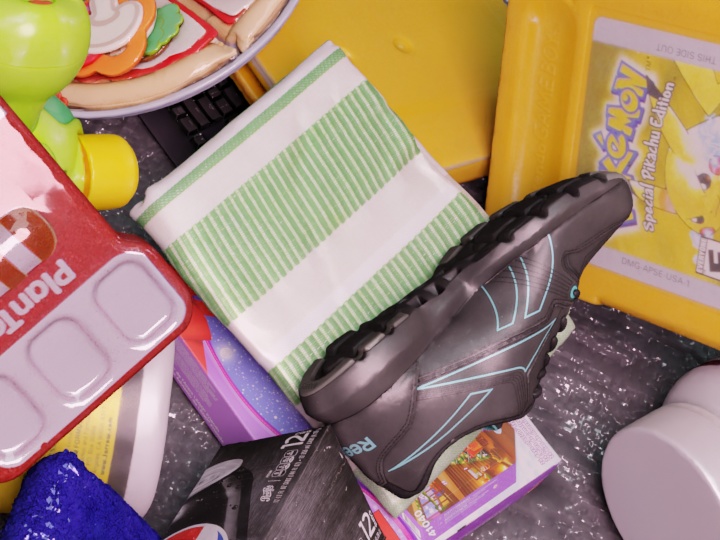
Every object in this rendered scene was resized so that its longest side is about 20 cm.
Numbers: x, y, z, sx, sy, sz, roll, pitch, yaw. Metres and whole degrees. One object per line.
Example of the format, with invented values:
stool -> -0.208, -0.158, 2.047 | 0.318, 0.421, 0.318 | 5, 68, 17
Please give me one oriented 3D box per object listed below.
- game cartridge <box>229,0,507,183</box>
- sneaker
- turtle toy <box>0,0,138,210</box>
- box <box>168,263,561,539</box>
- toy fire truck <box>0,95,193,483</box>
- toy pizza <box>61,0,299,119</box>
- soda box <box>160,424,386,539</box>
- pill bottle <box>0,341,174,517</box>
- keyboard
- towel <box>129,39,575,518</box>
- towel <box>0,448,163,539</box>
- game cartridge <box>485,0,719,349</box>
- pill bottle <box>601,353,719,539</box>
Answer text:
game cartridge -> 0.019, -0.120, 0.954 | 0.200, 0.032, 0.177 | -16, 61, -39
sneaker -> 0.063, 0.027, 0.802 | 0.200, 0.075, 0.079 | -39, 99, -15
turtle toy -> -0.186, -0.068, 0.782 | 0.145, 0.200, 0.101 | -6, 73, -38
box -> -0.010, 0.060, 0.856 | 0.137, 0.039, 0.200 | -28, 73, -30
toy fire truck -> -0.186, 0.024, 0.657 | 0.200, 0.112, 0.168 | -43, 109, -10
toy pizza -> -0.122, -0.165, 0.901 | 0.199, 0.032, 0.201 | -9, 52, 12
soda box -> -0.057, 0.151, 0.697 | 0.071, 0.063, 0.200 | 65, 29, -21
pill bottle -> -0.192, 0.053, 0.759 | 0.199, 0.111, 0.112 | 8, 59, -13
keyboard -> -0.080, -0.122, 0.952 | 0.127, 0.021, 0.200 | -28, 73, -29
towel -> 0.000, 0.000, 0.831 | 0.153, 0.023, 0.200 | -42, 92, -25
towel -> -0.116, 0.195, 0.686 | 0.049, 0.148, 0.201 | -6, 50, 24
game cartridge -> 0.151, -0.060, 0.835 | 0.200, 0.177, 0.032 | 21, 26, 38
pill bottle -> 0.232, 0.086, 0.873 | 0.200, 0.114, 0.114 | -25, 71, -28
